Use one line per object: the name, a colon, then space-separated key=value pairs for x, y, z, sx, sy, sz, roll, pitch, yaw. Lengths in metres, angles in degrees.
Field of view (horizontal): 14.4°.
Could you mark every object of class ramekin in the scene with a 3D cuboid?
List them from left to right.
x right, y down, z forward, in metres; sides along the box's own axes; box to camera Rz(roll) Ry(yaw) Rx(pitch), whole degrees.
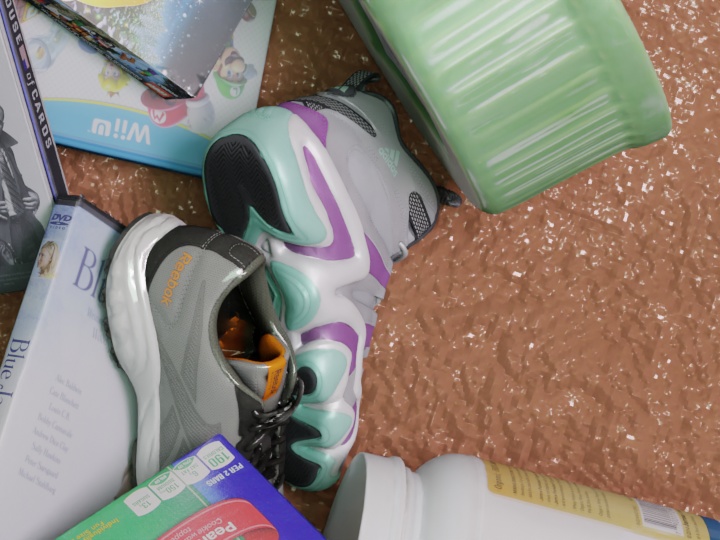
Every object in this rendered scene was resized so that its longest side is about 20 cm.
ramekin: x=0.053 y=-0.124 z=1.341 sx=0.098 sy=0.200 sz=0.200 roll=-32 pitch=93 yaw=-1

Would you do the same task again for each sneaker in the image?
sneaker: x=-0.063 y=0.071 z=1.334 sx=0.074 sy=0.079 sz=0.201 roll=-41 pitch=128 yaw=-45
sneaker: x=0.000 y=0.000 z=1.391 sx=0.140 sy=0.078 sz=0.201 roll=-29 pitch=127 yaw=-40

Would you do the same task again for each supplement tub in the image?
supplement tub: x=0.080 y=0.170 z=1.359 sx=0.199 sy=0.145 sz=0.145 roll=15 pitch=86 yaw=-7

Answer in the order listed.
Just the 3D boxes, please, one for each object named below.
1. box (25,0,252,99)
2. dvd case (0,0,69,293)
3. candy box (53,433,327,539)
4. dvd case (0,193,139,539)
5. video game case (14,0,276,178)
box: x=-0.090 y=-0.202 z=1.356 sx=0.136 sy=0.038 sz=0.200 roll=35 pitch=76 yaw=-25
dvd case: x=-0.222 y=-0.078 z=1.321 sx=0.150 sy=0.025 sz=0.201 roll=-8 pitch=110 yaw=16
candy box: x=-0.068 y=0.190 z=1.224 sx=0.169 sy=0.077 sz=0.200 roll=-32 pitch=50 yaw=-19
dvd case: x=-0.125 y=0.083 z=1.331 sx=0.017 sy=0.143 sz=0.201 roll=5 pitch=71 yaw=36
video game case: x=-0.104 y=-0.154 z=1.382 sx=0.143 sy=0.018 sz=0.201 roll=12 pitch=87 yaw=-29
